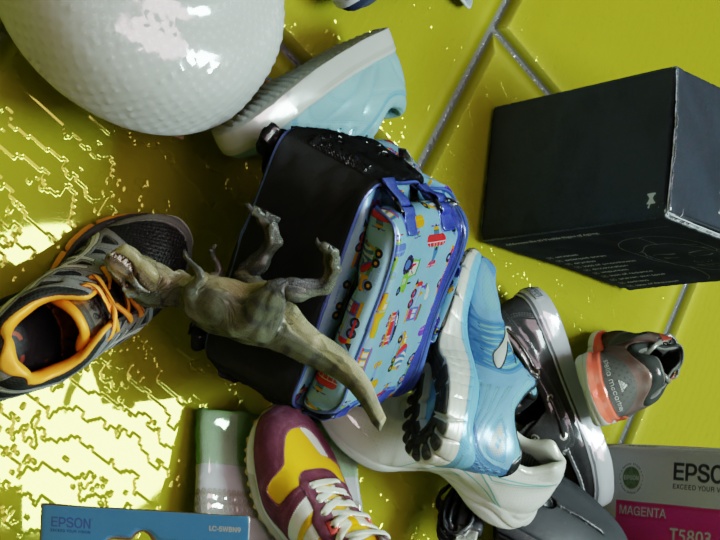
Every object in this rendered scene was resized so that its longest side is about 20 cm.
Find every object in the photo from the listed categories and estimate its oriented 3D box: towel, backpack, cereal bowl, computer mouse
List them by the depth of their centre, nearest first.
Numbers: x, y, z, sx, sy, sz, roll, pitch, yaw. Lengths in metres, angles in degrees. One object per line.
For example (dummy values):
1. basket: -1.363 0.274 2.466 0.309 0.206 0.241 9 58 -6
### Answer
1. cereal bowl: -0.131 -0.192 0.936 0.198 0.083 0.202 17 57 -27
2. backpack: 0.000 0.000 1.012 0.199 0.134 0.184 -4 118 -63
3. towel: -0.051 0.201 1.030 0.148 0.031 0.202 12 67 -41
4. computer mouse: 0.154 0.206 1.164 0.199 0.053 0.139 38 41 -17

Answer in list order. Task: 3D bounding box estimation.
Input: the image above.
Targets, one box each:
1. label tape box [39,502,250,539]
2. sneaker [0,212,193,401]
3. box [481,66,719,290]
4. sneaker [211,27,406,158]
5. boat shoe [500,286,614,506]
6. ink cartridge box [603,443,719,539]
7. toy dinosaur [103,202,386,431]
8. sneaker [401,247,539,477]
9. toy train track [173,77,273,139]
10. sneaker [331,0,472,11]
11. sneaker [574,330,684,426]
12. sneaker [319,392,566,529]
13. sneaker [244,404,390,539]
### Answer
1. label tape box: -0.129 0.249 0.910 0.063 0.142 0.203 23 69 -75
2. sneaker: -0.175 0.025 0.933 0.200 0.077 0.079 -40 110 -36
3. box: 0.239 -0.068 1.209 0.195 0.199 0.126 14 77 -39
4. sneaker: -0.023 -0.108 1.043 0.200 0.073 0.083 -36 107 -44
5. boat shoe: 0.152 0.116 1.215 0.066 0.070 0.202 -24 108 -18
6. ink cartridge box: 0.280 0.231 1.225 0.075 0.199 0.167 8 81 -40
7. toy dinosaur: -0.056 0.014 0.903 0.089 0.198 0.047 -64 170 2
8. sneaker: 0.083 0.071 1.058 0.089 0.078 0.201 26 43 -17
9. toy train track: -0.106 -0.134 1.034 0.199 0.032 0.116 19 68 -44
10. sneaker: 0.060 -0.237 1.153 0.109 0.070 0.200 55 53 -21
11. sneaker: 0.236 0.086 1.227 0.200 0.081 0.078 -26 97 -73
12. sneaker: 0.063 0.119 1.087 0.199 0.080 0.071 25 43 -14
13. sneaker: -0.012 0.181 0.995 0.074 0.090 0.202 -13 81 -43
